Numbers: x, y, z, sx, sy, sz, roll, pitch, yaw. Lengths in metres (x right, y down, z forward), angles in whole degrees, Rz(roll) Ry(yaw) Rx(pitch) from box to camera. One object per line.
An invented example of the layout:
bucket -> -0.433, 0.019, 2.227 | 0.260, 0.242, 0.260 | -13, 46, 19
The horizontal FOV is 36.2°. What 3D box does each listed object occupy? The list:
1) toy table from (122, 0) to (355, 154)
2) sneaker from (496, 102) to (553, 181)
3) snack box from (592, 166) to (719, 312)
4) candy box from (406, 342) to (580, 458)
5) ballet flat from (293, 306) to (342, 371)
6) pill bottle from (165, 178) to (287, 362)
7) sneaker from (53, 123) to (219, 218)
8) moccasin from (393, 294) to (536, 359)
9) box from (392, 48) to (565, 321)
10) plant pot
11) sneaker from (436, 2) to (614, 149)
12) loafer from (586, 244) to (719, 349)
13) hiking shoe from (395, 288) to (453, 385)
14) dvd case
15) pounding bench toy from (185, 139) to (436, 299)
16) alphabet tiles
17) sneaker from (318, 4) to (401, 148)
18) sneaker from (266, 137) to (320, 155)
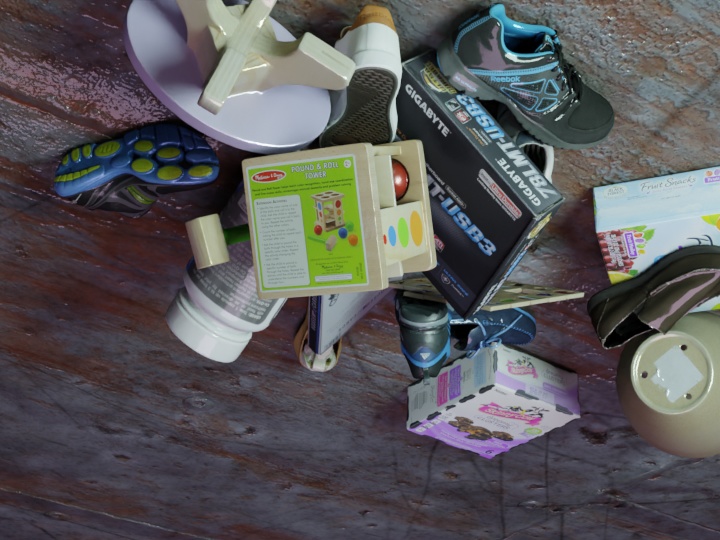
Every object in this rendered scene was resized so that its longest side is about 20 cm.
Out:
toy table -> -0.099, -0.194, 0.940 | 0.198, 0.186, 0.117 | 19, 159, -17
sneaker -> 0.165, -0.097, 1.148 | 0.072, 0.072, 0.201 | -3, 147, 9
snack box -> 0.362, -0.027, 1.247 | 0.166, 0.068, 0.201 | -8, 147, 17
candy box -> 0.190, 0.191, 1.594 | 0.166, 0.072, 0.199 | 23, 143, -28
ballet flat -> -0.057, 0.100, 1.478 | 0.068, 0.064, 0.201 | 5, 148, -3
pill bottle -> -0.121, -0.007, 1.192 | 0.113, 0.114, 0.201 | 26, 107, -33
sneaker -> -0.233, -0.103, 1.179 | 0.197, 0.072, 0.083 | -7, 152, 24
moccasin -> 0.133, 0.076, 1.423 | 0.197, 0.069, 0.081 | 11, 147, -13
box -> 0.086, -0.079, 1.089 | 0.049, 0.201, 0.199 | -32, 164, -30
plant pot -> 0.386, 0.128, 1.319 | 0.185, 0.190, 0.200 | -11, 167, 20
sneaker -> 0.170, -0.176, 1.024 | 0.198, 0.074, 0.082 | 20, 142, -26
loafer -> 0.341, 0.038, 1.219 | 0.072, 0.072, 0.199 | 25, 142, -30
hiking shoe -> 0.072, 0.070, 1.283 | 0.073, 0.088, 0.200 | 2, -172, 9
dvd case -> 0.000, 0.000, 1.261 | 0.025, 0.150, 0.201 | 41, 154, 19
pounding bench toy -> -0.046, -0.048, 1.038 | 0.197, 0.126, 0.156 | -5, -175, 24
alphabet tiles -> 0.130, 0.024, 1.276 | 0.166, 0.008, 0.199 | -6, -170, -42
sneaker -> 0.004, -0.176, 1.038 | 0.072, 0.086, 0.200 | 5, 159, -11
sneaker -> -0.084, -0.137, 1.093 | 0.076, 0.083, 0.201 | -5, 149, 11
